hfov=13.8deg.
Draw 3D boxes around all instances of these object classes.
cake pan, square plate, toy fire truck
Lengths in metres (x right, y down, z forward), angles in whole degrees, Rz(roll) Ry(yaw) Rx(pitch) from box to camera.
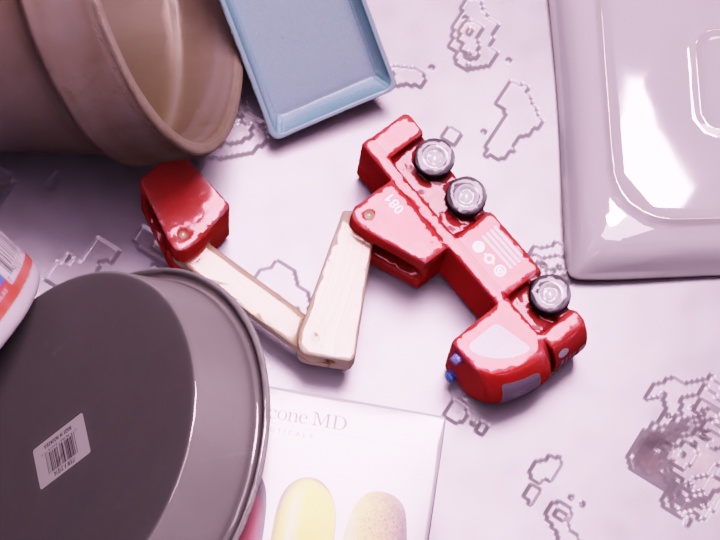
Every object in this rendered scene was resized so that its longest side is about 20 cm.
[{"bbox_3d":[-0.127,0.087,1.369,0.200,0.037,0.201,-21,56,35],"label":"cake pan"},{"bbox_3d":[0.198,-0.095,1.521,0.198,0.028,0.200,-2,72,-3],"label":"square plate"},{"bbox_3d":[0.000,0.000,1.466,0.141,0.049,0.200,-37,78,-14],"label":"toy fire truck"}]

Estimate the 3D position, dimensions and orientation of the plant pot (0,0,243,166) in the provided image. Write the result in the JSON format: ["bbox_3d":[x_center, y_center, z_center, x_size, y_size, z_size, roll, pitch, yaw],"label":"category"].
[{"bbox_3d":[-0.174,-0.137,1.436,0.173,0.200,0.200,-11,71,17],"label":"plant pot"}]

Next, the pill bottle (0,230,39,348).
[{"bbox_3d":[-0.257,-0.024,1.391,0.200,0.112,0.112,42,72,-15],"label":"pill bottle"}]

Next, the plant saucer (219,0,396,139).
[{"bbox_3d":[-0.046,-0.166,1.466,0.070,0.019,0.200,-23,116,-5],"label":"plant saucer"}]

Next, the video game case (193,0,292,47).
[{"bbox_3d":[-0.068,-0.234,1.557,0.182,0.022,0.200,28,71,6],"label":"video game case"}]

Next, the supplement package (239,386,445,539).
[{"bbox_3d":[-0.032,0.166,1.375,0.114,0.110,0.200,9,71,-1],"label":"supplement package"}]
